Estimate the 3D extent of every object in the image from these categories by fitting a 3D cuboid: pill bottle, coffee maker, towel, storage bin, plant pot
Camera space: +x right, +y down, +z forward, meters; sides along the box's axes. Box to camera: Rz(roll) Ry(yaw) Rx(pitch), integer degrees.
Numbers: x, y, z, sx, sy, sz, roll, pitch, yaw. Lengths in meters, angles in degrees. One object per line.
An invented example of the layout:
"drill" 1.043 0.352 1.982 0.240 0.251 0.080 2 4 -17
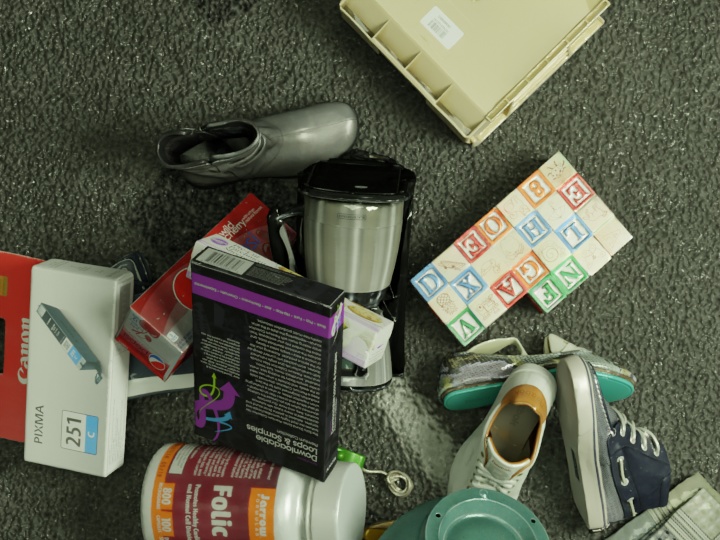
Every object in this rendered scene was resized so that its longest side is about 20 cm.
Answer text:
"pill bottle" -0.102 0.229 1.324 0.198 0.114 0.115 1 86 17
"coffee maker" 0.000 0.000 1.343 0.134 0.192 0.202 12 109 24
"towel" 0.313 0.318 1.320 0.192 0.035 0.200 -40 51 0
"storage bin" 0.113 -0.262 1.381 0.199 0.094 0.200 -44 87 -1
"plant pot" 0.100 0.284 1.249 0.199 0.135 0.201 9 45 -9

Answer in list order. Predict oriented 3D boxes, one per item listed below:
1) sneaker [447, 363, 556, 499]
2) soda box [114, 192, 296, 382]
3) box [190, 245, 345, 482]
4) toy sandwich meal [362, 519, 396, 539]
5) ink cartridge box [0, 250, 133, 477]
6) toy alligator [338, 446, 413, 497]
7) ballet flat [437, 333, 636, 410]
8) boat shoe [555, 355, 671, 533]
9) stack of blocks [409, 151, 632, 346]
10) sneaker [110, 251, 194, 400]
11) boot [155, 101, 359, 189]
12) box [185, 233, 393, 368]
"sneaker" 0.128 0.189 1.328 0.072 0.085 0.201 22 115 7
"soda box" -0.148 0.014 1.333 0.070 0.063 0.200 40 50 3
"box" -0.086 0.087 1.241 0.142 0.036 0.201 18 125 20
"toy sandwich meal" 0.034 0.341 1.357 0.203 0.070 0.207 0 87 2
"ink cartridge box" -0.314 0.089 1.350 0.175 0.045 0.202 9 103 16
"toy alligator" -0.039 0.185 1.377 0.199 0.054 0.060 22 88 3
"ballet flat" 0.175 0.096 1.373 0.198 0.072 0.073 -4 86 2
"boat shoe" 0.249 0.160 1.336 0.092 0.075 0.201 -15 122 -4
"stack of blocks" 0.160 -0.010 1.380 0.200 0.059 0.115 -40 87 -1
"sneaker" -0.184 0.049 1.378 0.200 0.077 0.148 -8 89 2
"boot" -0.096 -0.126 1.358 0.199 0.132 0.070 -19 86 0
"box" -0.066 0.026 1.249 0.199 0.041 0.039 26 110 19
